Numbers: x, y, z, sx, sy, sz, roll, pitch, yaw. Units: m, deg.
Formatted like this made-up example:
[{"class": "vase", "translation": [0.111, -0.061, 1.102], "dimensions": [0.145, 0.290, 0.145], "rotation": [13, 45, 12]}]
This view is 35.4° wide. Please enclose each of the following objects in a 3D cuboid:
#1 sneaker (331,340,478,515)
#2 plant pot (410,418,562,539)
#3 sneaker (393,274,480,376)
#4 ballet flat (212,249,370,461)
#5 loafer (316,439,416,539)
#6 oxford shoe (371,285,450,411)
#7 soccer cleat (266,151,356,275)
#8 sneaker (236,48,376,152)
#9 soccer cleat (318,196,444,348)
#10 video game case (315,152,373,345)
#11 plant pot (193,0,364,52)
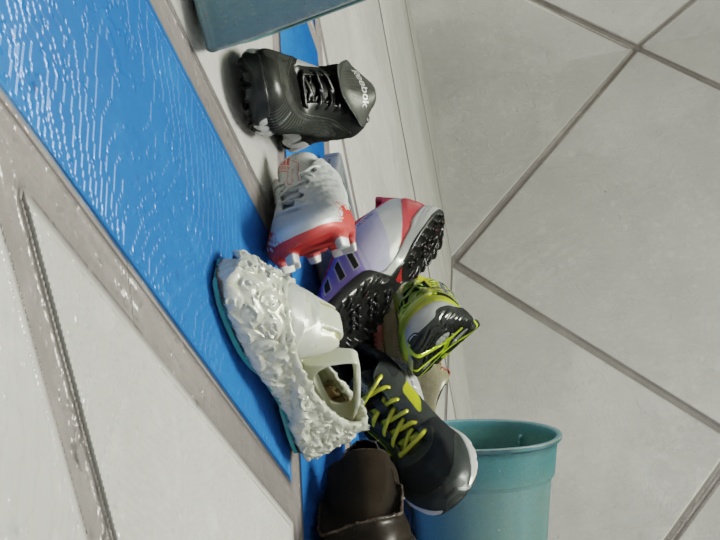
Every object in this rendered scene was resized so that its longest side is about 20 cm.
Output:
[{"class": "sneaker", "translation": [0.025, 0.128, 0.955], "dimensions": [0.085, 0.074, 0.200], "rotation": [40, 6, -36]}, {"class": "plant pot", "translation": [0.143, 0.290, 1.344], "dimensions": [0.200, 0.200, 0.197], "rotation": [-14, 102, -82]}, {"class": "sneaker", "translation": [0.056, 0.044, 1.027], "dimensions": [0.076, 0.075, 0.200], "rotation": [48, 2, 8]}, {"class": "ballet flat", "translation": [-0.036, 0.052, 0.733], "dimensions": [0.200, 0.072, 0.072], "rotation": [70, 13, -50]}, {"class": "loafer", "translation": [-0.003, 0.171, 0.843], "dimensions": [0.200, 0.073, 0.072], "rotation": [-140, -143, -87]}, {"class": "oxford shoe", "translation": [0.052, 0.094, 1.131], "dimensions": [0.070, 0.075, 0.200], "rotation": [44, 40, -80]}, {"class": "soccer cleat", "translation": [-0.040, -0.048, 0.849], "dimensions": [0.200, 0.068, 0.085], "rotation": [-44, 115, -85]}, {"class": "sneaker", "translation": [-0.036, -0.135, 0.864], "dimensions": [0.200, 0.090, 0.067], "rotation": [12, 68, -82]}, {"class": "soccer cleat", "translation": [0.000, 0.000, 0.977], "dimensions": [0.200, 0.073, 0.068], "rotation": [-47, 148, -41]}, {"class": "video game case", "translation": [-0.014, 0.009, 1.105], "dimensions": [0.182, 0.023, 0.200], "rotation": [-85, 164, -63]}, {"class": "plant pot", "translation": [-0.029, -0.278, 0.758], "dimensions": [0.196, 0.195, 0.200], "rotation": [-71, 142, -74]}]
